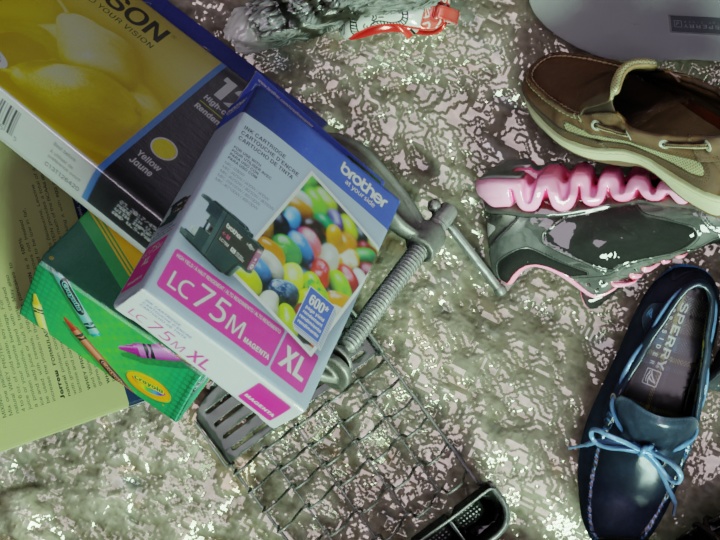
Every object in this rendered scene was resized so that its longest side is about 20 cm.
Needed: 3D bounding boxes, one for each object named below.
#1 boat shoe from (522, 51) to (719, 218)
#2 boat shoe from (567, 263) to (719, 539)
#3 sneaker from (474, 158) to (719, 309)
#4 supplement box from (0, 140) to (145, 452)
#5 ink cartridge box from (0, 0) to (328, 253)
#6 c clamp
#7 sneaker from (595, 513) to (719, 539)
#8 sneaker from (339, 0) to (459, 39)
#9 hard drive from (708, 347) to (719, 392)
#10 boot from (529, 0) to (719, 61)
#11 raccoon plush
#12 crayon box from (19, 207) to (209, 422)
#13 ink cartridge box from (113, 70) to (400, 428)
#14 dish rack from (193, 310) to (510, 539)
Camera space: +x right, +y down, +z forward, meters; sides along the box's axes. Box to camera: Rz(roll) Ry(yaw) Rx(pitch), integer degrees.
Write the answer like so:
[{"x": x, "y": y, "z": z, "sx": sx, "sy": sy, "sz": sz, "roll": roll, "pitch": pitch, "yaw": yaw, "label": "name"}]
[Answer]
[{"x": 0.177, "y": -0.107, "z": 0.910, "sx": 0.075, "sy": 0.075, "sz": 0.202, "roll": -44, "pitch": 46, "yaw": -16, "label": "boat shoe"}, {"x": 0.187, "y": 0.092, "z": 0.968, "sx": 0.084, "sy": 0.069, "sz": 0.201, "roll": 10, "pitch": 93, "yaw": 3, "label": "boat shoe"}, {"x": 0.175, "y": -0.021, "z": 0.961, "sx": 0.199, "sy": 0.079, "sz": 0.096, "roll": 4, "pitch": 103, "yaw": 18, "label": "sneaker"}, {"x": -0.270, "y": 0.022, "z": 0.907, "sx": 0.134, "sy": 0.200, "sz": 0.201, "roll": -16, "pitch": 91, "yaw": 33, "label": "supplement box"}, {"x": -0.135, "y": -0.117, "z": 0.924, "sx": 0.197, "sy": 0.200, "sz": 0.047, "roll": 37, "pitch": 136, "yaw": 2, "label": "ink cartridge box"}, {"x": 0.000, "y": 0.000, "z": 0.921, "sx": 0.171, "sy": 0.027, "sz": 0.200, "roll": 53, "pitch": 50, "yaw": -10, "label": "c clamp"}, {"x": 0.240, "y": 0.173, "z": 0.948, "sx": 0.199, "sy": 0.075, "sz": 0.107, "roll": 12, "pitch": 102, "yaw": -19, "label": "sneaker"}, {"x": 0.066, "y": -0.220, "z": 0.967, "sx": 0.201, "sy": 0.067, "sz": 0.108, "roll": -17, "pitch": 92, "yaw": 7, "label": "sneaker"}, {"x": 0.333, "y": 0.068, "z": 0.931, "sx": 0.199, "sy": 0.135, "sz": 0.042, "roll": 11, "pitch": 76, "yaw": 4, "label": "hard drive"}, {"x": 0.219, "y": -0.188, "z": 0.963, "sx": 0.200, "sy": 0.096, "sz": 0.074, "roll": 15, "pitch": 135, "yaw": 25, "label": "boot"}, {"x": -0.010, "y": -0.230, "z": 0.904, "sx": 0.199, "sy": 0.097, "sz": 0.134, "roll": -14, "pitch": 82, "yaw": 10, "label": "raccoon plush"}, {"x": -0.108, "y": -0.012, "z": 0.925, "sx": 0.119, "sy": 0.200, "sz": 0.058, "roll": 34, "pitch": 134, "yaw": 1, "label": "crayon box"}, {"x": -0.050, "y": -0.023, "z": 0.856, "sx": 0.119, "sy": 0.042, "sz": 0.200, "roll": 39, "pitch": 50, "yaw": -18, "label": "ink cartridge box"}, {"x": -0.013, "y": 0.131, "z": 0.989, "sx": 0.153, "sy": 0.055, "sz": 0.200, "roll": -37, "pitch": 89, "yaw": 3, "label": "dish rack"}]
